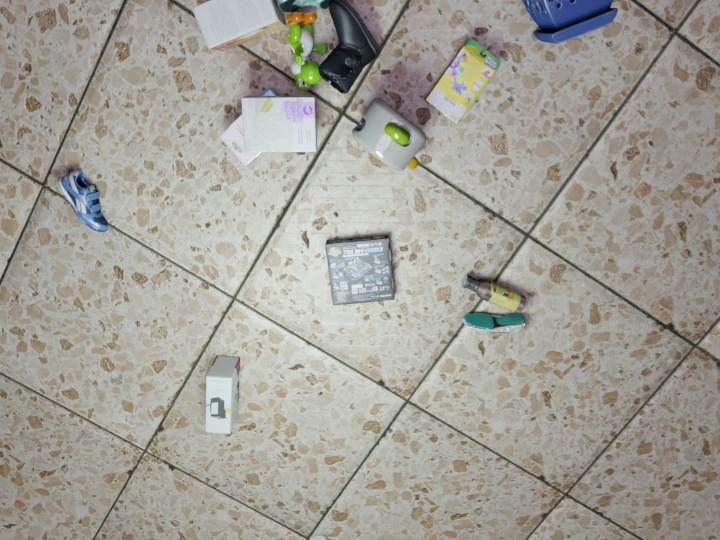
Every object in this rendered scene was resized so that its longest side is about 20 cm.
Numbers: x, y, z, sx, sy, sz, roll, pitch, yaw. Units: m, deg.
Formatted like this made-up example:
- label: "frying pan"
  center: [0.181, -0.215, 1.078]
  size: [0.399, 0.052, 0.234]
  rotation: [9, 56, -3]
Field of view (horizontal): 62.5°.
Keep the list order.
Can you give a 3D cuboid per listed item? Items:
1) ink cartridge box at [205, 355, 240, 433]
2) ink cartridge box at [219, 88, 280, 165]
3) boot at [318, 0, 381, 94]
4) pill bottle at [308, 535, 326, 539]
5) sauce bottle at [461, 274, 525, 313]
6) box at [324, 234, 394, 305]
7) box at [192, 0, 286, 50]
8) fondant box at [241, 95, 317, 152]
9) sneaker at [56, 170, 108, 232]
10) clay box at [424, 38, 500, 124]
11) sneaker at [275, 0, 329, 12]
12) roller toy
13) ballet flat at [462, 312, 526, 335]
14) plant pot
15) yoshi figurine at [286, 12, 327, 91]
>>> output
- label: "ink cartridge box"
  center: [-0.440, 0.397, 1.905]
  size: [0.082, 0.146, 0.202]
  rotation: [5, 108, -2]
- label: "ink cartridge box"
  center: [-0.287, -0.407, 1.686]
  size: [0.200, 0.068, 0.115]
  rotation: [-38, 103, 12]
- label: "boot"
  center: [-0.055, -0.594, 1.574]
  size: [0.168, 0.076, 0.200]
  rotation: [-50, 121, -10]
- label: "pill bottle"
  center: [-0.131, 1.057, 2.121]
  size: [0.110, 0.111, 0.202]
  rotation: [-15, 107, 6]
- label: "sauce bottle"
  center: [0.406, 0.070, 1.816]
  size: [0.198, 0.065, 0.065]
  rotation: [22, 107, -7]
- label: "box"
  center: [0.000, 0.000, 1.816]
  size: [0.198, 0.050, 0.201]
  rotation: [-6, 107, 4]
- label: "box"
  center: [-0.313, -0.667, 1.561]
  size: [0.198, 0.152, 0.107]
  rotation: [-19, 107, 8]
- label: "fondant box"
  center: [-0.219, -0.401, 1.622]
  size: [0.198, 0.058, 0.146]
  rotation: [-1, 109, -2]
- label: "sneaker"
  center: [-0.812, -0.206, 1.766]
  size: [0.082, 0.074, 0.201]
  rotation: [-31, 105, 9]
- label: "clay box"
  center: [0.282, -0.523, 1.642]
  size: [0.114, 0.048, 0.201]
  rotation: [35, 104, -9]
- label: "sneaker"
  center: [-0.141, -0.767, 1.568]
  size: [0.198, 0.078, 0.141]
  rotation: [-14, 76, -22]
- label: "roller toy"
  center: [0.075, -0.366, 1.630]
  size: [0.182, 0.199, 0.140]
  rotation: [45, 107, 25]
- label: "ballet flat"
  center: [0.417, 0.175, 1.851]
  size: [0.198, 0.072, 0.072]
  rotation: [1, 108, 2]
- label: "plant pot"
  center: [0.530, -0.692, 1.507]
  size: [0.198, 0.200, 0.181]
  rotation: [-19, 112, 7]
- label: "yoshi figurine"
  center: [-0.142, -0.590, 1.606]
  size: [0.111, 0.112, 0.202]
  rotation: [-3, 111, -4]
